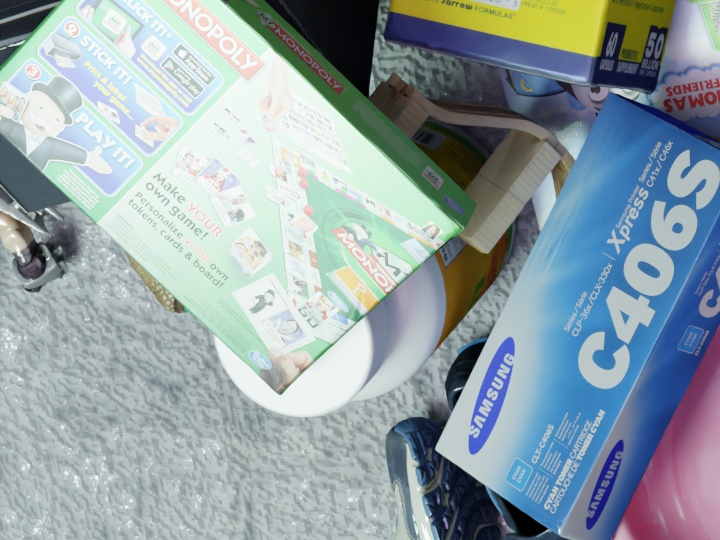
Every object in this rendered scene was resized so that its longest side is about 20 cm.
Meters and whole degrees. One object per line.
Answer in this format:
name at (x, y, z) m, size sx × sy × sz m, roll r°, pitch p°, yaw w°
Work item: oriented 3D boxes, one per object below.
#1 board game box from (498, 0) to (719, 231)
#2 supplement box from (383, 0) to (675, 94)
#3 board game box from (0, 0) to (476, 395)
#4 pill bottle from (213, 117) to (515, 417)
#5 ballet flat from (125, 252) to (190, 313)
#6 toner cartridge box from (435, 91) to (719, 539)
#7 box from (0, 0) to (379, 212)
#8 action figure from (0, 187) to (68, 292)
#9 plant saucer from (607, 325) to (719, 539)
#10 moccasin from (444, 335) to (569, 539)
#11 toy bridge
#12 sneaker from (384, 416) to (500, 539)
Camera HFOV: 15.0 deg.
board game box at (0.149, -0.097, 1.387) m, size 0.151 × 0.037 × 0.200 m, roll -9°, pitch 107°, yaw 23°
supplement box at (0.097, -0.193, 1.297) m, size 0.109 × 0.109 × 0.200 m, roll 14°, pitch 98°, yaw 22°
board game box at (-0.064, -0.053, 1.244) m, size 0.200 × 0.029 × 0.135 m, roll 44°, pitch 120°, yaw -7°
pill bottle at (0.000, 0.000, 1.385) m, size 0.111 × 0.200 × 0.111 m, roll 7°, pitch 112°, yaw 18°
ballet flat at (-0.078, -0.069, 1.467) m, size 0.065 × 0.070 × 0.200 m, roll 35°, pitch 114°, yaw 21°
toner cartridge box at (0.121, 0.023, 1.330) m, size 0.095 × 0.043 × 0.200 m, roll 33°, pitch 101°, yaw 43°
box at (-0.099, -0.156, 1.352) m, size 0.200 × 0.198 × 0.123 m, roll -14°, pitch 137°, yaw 25°
action figure at (-0.238, -0.002, 1.550) m, size 0.130 × 0.069 × 0.200 m, roll 30°, pitch 113°, yaw 15°
plant saucer at (0.203, 0.077, 1.303) m, size 0.200 × 0.051 × 0.201 m, roll -14°, pitch 68°, yaw 40°
moccasin at (0.100, 0.133, 1.472) m, size 0.080 × 0.068 × 0.200 m, roll -36°, pitch 95°, yaw 27°
toy bridge at (0.069, -0.042, 1.338) m, size 0.067 × 0.200 × 0.027 m, roll -52°, pitch 44°, yaw -3°
sneaker at (0.033, 0.178, 1.512) m, size 0.085 × 0.077 × 0.200 m, roll -6°, pitch 107°, yaw 26°
